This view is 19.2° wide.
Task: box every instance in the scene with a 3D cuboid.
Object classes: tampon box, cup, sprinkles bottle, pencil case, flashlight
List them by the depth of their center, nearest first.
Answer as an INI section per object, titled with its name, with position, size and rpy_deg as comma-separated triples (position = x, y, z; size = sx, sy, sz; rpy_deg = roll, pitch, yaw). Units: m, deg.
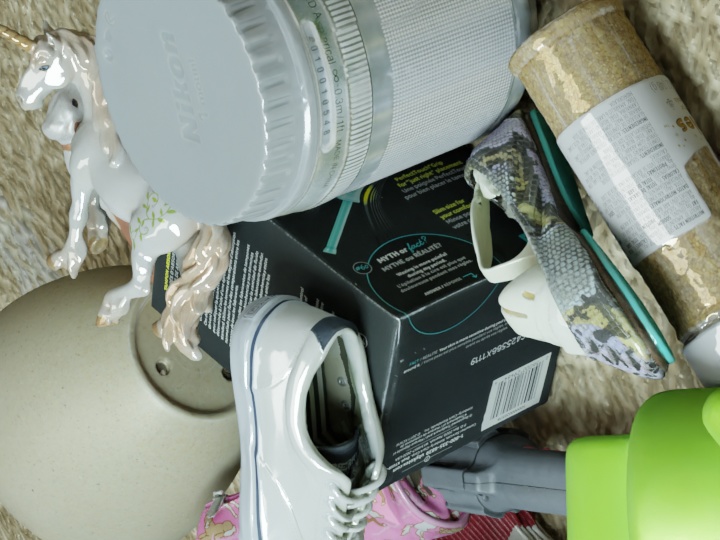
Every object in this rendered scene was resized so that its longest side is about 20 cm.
[sprinkles bottle]
position = 0.151, -0.039, 1.065
size = 0.200, 0.068, 0.068
rpy_deg = 59, 144, 10
[flashlight]
position = 0.128, 0.116, 1.182
size = 0.200, 0.068, 0.068
rpy_deg = 0, 139, 52
[tampon box]
position = 0.000, 0.000, 1.212
size = 0.200, 0.150, 0.127
rpy_deg = 39, 136, 34
[pencil case]
position = -0.019, 0.151, 1.315
size = 0.200, 0.086, 0.083
rpy_deg = -30, 45, 38
[cup]
position = -0.142, 0.075, 1.408
size = 0.143, 0.200, 0.201
rpy_deg = -35, 81, 48

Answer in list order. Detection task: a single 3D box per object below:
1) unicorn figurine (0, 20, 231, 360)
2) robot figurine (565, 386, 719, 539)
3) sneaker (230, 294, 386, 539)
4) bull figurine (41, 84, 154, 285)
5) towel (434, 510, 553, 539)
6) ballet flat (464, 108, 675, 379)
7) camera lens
[unicorn figurine]
position = -0.137, -0.049, 1.187
size = 0.200, 0.074, 0.138
rpy_deg = 32, 123, 21
[robot figurine]
position = 0.201, 0.112, 1.010
size = 0.199, 0.175, 0.116
rpy_deg = -5, 74, 20
[sneaker]
position = -0.022, 0.112, 1.116
size = 0.071, 0.073, 0.201
rpy_deg = 14, 122, 48
[bull figurine]
position = -0.116, -0.050, 1.352
size = 0.200, 0.121, 0.065
rpy_deg = 61, 157, 5
[towel]
position = 0.101, 0.215, 1.315
size = 0.200, 0.023, 0.144
rpy_deg = 48, 141, 25
[ballet flat]
position = 0.098, -0.002, 1.089
size = 0.201, 0.072, 0.072
rpy_deg = -112, 25, -47
[camera lens]
position = -0.018, -0.122, 1.123
size = 0.160, 0.200, 0.160
rpy_deg = 28, 130, 40
